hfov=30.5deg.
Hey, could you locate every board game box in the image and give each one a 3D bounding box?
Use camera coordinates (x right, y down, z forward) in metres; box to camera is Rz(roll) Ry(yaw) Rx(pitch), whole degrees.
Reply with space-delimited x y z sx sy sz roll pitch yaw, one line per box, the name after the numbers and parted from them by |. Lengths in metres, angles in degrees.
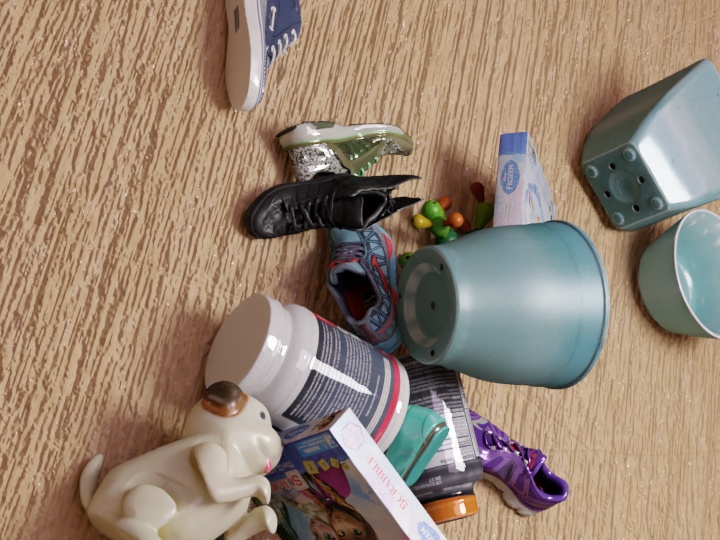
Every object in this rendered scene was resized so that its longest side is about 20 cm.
0.221 -0.048 1.777 0.200 0.043 0.200 57 35 -56 | board game box
-0.023 0.254 1.407 0.200 0.200 0.041 54 49 -9 | board game box

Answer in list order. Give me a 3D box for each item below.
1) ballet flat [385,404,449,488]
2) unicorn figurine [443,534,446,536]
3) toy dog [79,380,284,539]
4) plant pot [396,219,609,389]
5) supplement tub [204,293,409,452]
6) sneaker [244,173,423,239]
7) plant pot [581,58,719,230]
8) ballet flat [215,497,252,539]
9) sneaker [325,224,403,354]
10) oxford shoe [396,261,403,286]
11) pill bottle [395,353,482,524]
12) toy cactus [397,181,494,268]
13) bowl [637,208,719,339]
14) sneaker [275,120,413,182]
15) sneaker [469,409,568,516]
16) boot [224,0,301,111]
0.030 0.239 1.517 0.070 0.201 0.067 34 15 26 | ballet flat
0.061 0.424 1.507 0.137 0.074 0.201 -31 108 -52 | unicorn figurine
-0.163 0.211 1.331 0.200 0.193 0.140 -46 139 -24 | toy dog
0.152 0.038 1.525 0.187 0.200 0.201 2 71 -29 | plant pot
-0.058 0.123 1.470 0.200 0.140 0.141 30 56 -28 | supplement tub
-0.031 -0.077 1.571 0.199 0.104 0.060 -21 115 -30 | sneaker
0.449 -0.167 1.995 0.200 0.196 0.197 -34 96 -35 | plant pot
-0.150 0.286 1.390 0.065 0.070 0.201 52 45 -47 | ballet flat
0.000 0.000 1.571 0.096 0.079 0.201 42 24 -52 | sneaker
0.099 0.048 1.640 0.199 0.070 0.075 30 95 -11 | oxford shoe
0.084 0.202 1.584 0.106 0.106 0.201 -3 75 -41 | pill bottle
0.132 -0.021 1.735 0.200 0.102 0.166 -39 110 -51 | toy cactus
0.497 0.017 2.006 0.200 0.105 0.202 14 67 -37 | bowl
-0.017 -0.138 1.669 0.199 0.077 0.089 -3 86 -35 | sneaker
0.188 0.232 1.675 0.200 0.083 0.081 38 52 -22 | sneaker
-0.114 -0.282 1.631 0.090 0.073 0.201 11 65 -31 | boot
